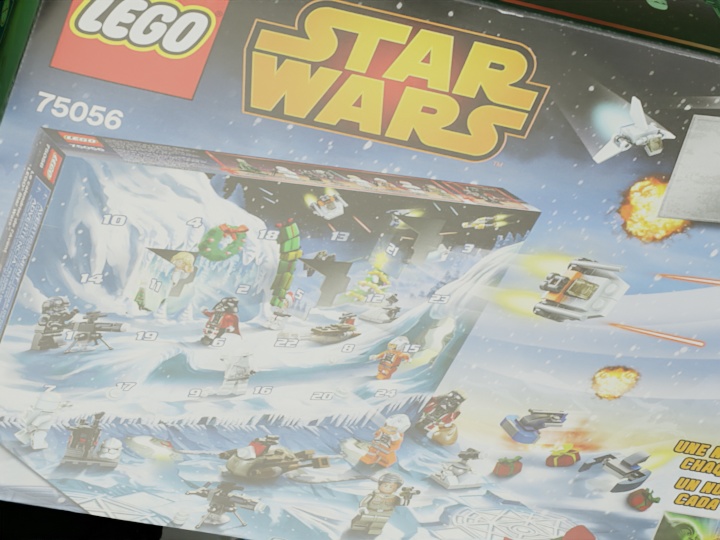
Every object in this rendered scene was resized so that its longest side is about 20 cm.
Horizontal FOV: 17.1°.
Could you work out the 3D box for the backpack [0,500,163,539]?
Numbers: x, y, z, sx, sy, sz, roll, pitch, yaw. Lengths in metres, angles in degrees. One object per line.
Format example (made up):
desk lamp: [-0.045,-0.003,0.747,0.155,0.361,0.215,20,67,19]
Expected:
backpack: [-0.147,0.017,0.590,0.199,0.163,0.168,0,-150,-39]

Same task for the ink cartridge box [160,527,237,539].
ink cartridge box: [-0.126,0.034,0.768,0.199,0.146,0.085,-6,172,33]

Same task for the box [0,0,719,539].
box: [0.018,-0.003,0.473,0.199,0.040,0.137,12,127,-20]

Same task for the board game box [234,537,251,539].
board game box: [-0.016,0.087,0.604,0.200,0.037,0.151,-23,169,-33]
